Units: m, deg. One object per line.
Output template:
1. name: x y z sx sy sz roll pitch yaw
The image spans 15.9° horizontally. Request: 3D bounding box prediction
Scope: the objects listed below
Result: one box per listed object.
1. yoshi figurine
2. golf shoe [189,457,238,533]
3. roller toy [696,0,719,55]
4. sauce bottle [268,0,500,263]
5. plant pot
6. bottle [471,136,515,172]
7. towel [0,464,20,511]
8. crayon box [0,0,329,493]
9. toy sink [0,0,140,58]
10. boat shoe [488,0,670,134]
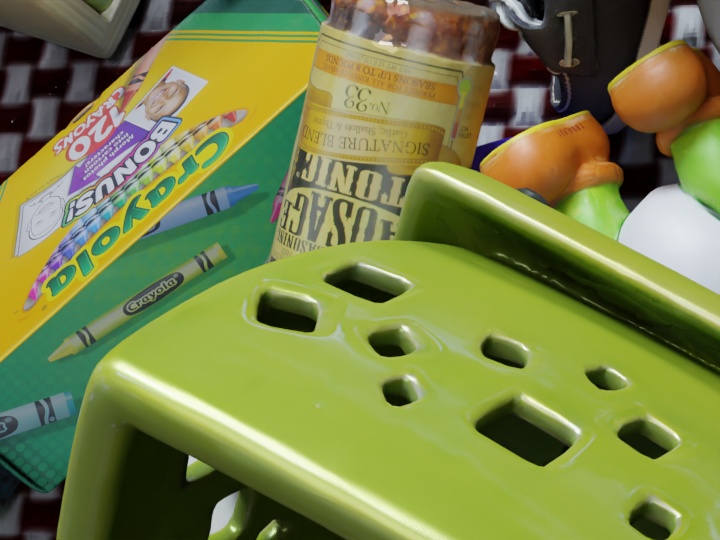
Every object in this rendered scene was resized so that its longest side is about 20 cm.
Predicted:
1. yoshi figurine: 0.118 0.030 0.864 0.112 0.112 0.200 -26 83 -17
2. golf shoe: -0.037 0.142 0.951 0.097 0.078 0.200 -5 75 5
3. roller toy: 0.213 -0.107 0.881 0.200 0.140 0.183 -16 67 17
4. sauce bottle: 0.000 0.000 0.910 0.066 0.066 0.200 15 99 27
5. plant pot: 0.040 0.096 0.754 0.199 0.200 0.181 28 43 19
6. bottle: 0.062 0.053 0.931 0.083 0.065 0.200 -19 65 24
7. towel: -0.213 0.130 0.977 0.022 0.147 0.200 32 85 26
8. crayon box: -0.078 -0.021 0.996 0.200 0.058 0.119 -41 31 5
9. toy sink: -0.158 -0.190 1.035 0.112 0.200 0.130 20 80 32
10. boat shoe: 0.078 -0.108 0.906 0.063 0.200 0.073 7 70 -1
